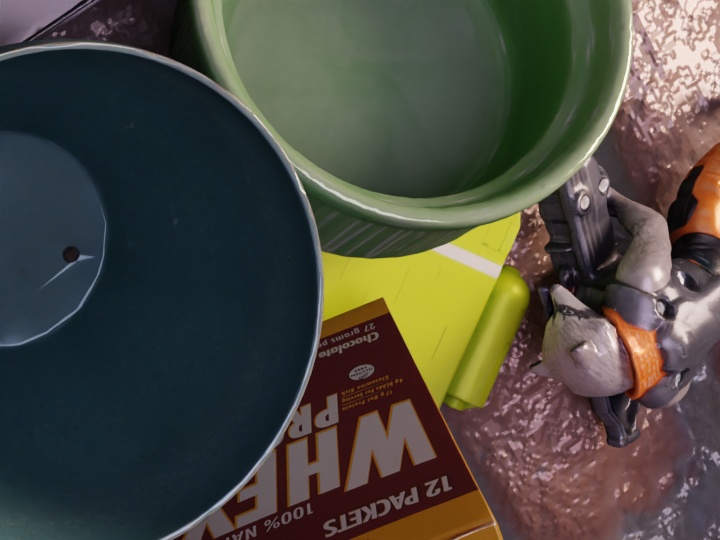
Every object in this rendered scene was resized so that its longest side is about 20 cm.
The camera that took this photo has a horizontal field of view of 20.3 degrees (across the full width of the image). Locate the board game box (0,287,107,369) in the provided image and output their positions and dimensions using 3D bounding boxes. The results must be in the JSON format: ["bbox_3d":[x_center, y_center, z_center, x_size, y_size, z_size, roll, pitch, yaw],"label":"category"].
[{"bbox_3d":[-0.225,0.093,0.890,0.198,0.056,0.198,8,96,-21],"label":"board game box"}]

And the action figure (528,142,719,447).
[{"bbox_3d":[0.154,-0.014,0.985,0.193,0.104,0.201,-39,120,-26],"label":"action figure"}]

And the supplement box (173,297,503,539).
[{"bbox_3d":[0.000,0.159,0.879,0.132,0.198,0.201,-21,118,-3],"label":"supplement box"}]

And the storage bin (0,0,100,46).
[{"bbox_3d":[-0.186,-0.150,0.845,0.199,0.094,0.136,-35,109,-11],"label":"storage bin"}]

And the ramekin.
[{"bbox_3d":[0.011,-0.102,0.888,0.198,0.098,0.202,5,73,-17],"label":"ramekin"}]

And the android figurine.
[{"bbox_3d":[0.000,0.000,0.966,0.181,0.041,0.202,21,92,-22],"label":"android figurine"}]

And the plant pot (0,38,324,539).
[{"bbox_3d":[-0.130,0.001,0.803,0.198,0.135,0.202,-6,105,-21],"label":"plant pot"}]
